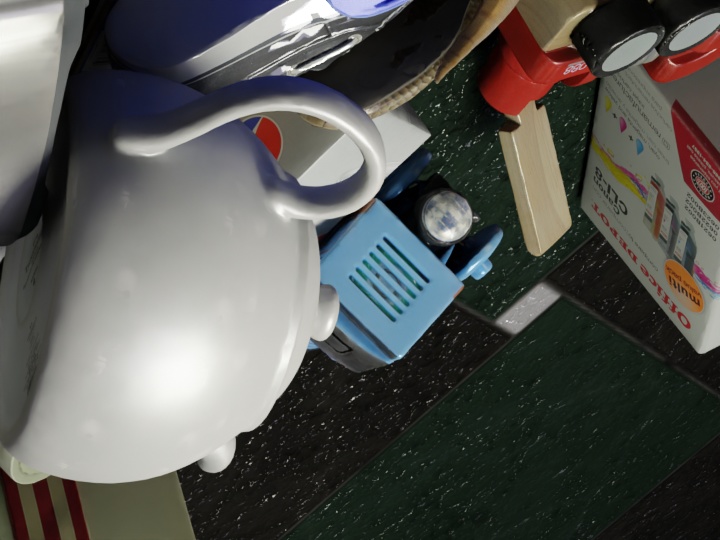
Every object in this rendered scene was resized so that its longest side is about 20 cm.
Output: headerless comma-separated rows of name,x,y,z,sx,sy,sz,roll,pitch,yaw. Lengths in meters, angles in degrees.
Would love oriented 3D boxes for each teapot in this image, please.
teapot,-0.078,0.005,1.069,0.145,0.200,0.199,9,94,-16

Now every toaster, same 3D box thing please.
toaster,-0.195,-0.089,0.974,0.129,0.114,0.200,-15,143,-32

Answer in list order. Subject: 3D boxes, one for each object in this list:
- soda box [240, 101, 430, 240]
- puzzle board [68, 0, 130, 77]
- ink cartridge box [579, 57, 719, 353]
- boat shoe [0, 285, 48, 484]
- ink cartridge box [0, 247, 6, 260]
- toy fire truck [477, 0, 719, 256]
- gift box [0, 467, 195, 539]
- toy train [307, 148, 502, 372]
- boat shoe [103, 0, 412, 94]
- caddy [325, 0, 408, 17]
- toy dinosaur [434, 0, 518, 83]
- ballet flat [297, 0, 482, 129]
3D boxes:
soda box,-0.062,-0.034,1.249,0.200,0.064,0.068,-43,153,14
puzzle board,-0.094,-0.098,1.198,0.150,0.017,0.200,-10,143,-42
ink cartridge box,0.242,-0.075,1.504,0.144,0.146,0.200,-28,153,-16
boat shoe,-0.155,0.010,1.206,0.072,0.060,0.202,-5,124,-54
ink cartridge box,-0.258,-0.002,1.123,0.199,0.044,0.174,-16,149,-38
toy fire truck,0.144,-0.119,1.357,0.175,0.129,0.200,-19,161,-33
gift box,-0.166,0.171,1.357,0.199,0.187,0.185,-10,145,-17
toy train,0.000,0.000,1.327,0.114,0.087,0.200,-47,-171,-18
boat shoe,-0.025,-0.128,1.131,0.199,0.072,0.068,-29,151,-10
caddy,-0.003,-0.209,1.025,0.141,0.105,0.200,17,127,-32
toy dinosaur,0.089,-0.178,1.180,0.106,0.060,0.201,16,90,-36
ballet flat,0.035,-0.130,1.201,0.200,0.067,0.046,-49,155,-32
